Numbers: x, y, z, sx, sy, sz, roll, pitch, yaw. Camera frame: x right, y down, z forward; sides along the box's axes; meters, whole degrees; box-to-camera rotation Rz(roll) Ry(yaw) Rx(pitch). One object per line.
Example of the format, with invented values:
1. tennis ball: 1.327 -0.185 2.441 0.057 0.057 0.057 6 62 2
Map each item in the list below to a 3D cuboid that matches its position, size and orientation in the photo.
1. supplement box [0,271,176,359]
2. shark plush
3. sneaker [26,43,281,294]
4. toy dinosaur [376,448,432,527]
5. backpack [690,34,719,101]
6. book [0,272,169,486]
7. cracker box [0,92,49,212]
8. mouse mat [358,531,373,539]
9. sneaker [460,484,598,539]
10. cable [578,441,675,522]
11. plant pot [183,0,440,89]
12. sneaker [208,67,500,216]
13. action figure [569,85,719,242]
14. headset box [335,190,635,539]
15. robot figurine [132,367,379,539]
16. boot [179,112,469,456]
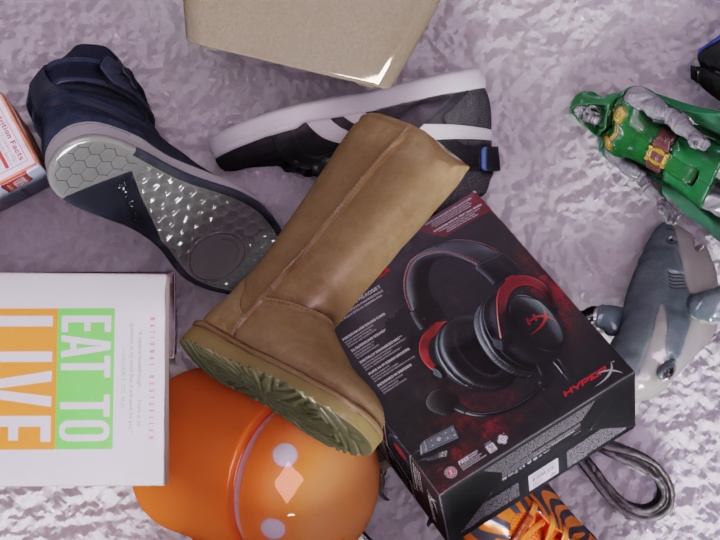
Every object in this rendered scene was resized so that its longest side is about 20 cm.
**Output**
1. supplement box: -0.223 0.031 1.096 0.200 0.109 0.061 -1 89 -6
2. shark plush: 0.185 0.053 1.154 0.083 0.091 0.200 43 76 11
3. sneaker: -0.140 -0.073 1.119 0.077 0.146 0.202 -45 130 11
4. toy dinosaur: 0.048 0.117 1.135 0.200 0.047 0.088 -44 83 6
5. backpack: 0.370 -0.122 1.142 0.168 0.163 0.200 -33 91 -26
6. book: -0.220 0.067 1.020 0.200 0.048 0.134 0 85 -2
7. cracker box: -0.304 -0.041 1.075 0.200 0.134 0.058 -27 91 -7
8. mouse mat: -0.037 0.277 1.082 0.200 0.008 0.161 -41 84 -9
9. sneaker: 0.135 0.185 1.097 0.200 0.112 0.078 38 84 -33
10. cable: 0.143 0.107 1.166 0.097 0.050 0.200 -34 91 -4
11. plant pot: -0.031 -0.222 1.090 0.200 0.200 0.177 13 98 -6
12. sneaker: 0.003 -0.067 1.142 0.200 0.073 0.112 -14 91 -7
13. action figure: 0.233 -0.073 1.152 0.200 0.055 0.118 32 127 21
14. headset box: 0.061 0.053 1.070 0.149 0.075 0.200 -30 56 -12
15. robot figurine: -0.070 0.127 1.075 0.144 0.200 0.117 -49 132 -30
16. boot: 0.000 0.000 1.018 0.200 0.175 0.066 -50 139 -17
